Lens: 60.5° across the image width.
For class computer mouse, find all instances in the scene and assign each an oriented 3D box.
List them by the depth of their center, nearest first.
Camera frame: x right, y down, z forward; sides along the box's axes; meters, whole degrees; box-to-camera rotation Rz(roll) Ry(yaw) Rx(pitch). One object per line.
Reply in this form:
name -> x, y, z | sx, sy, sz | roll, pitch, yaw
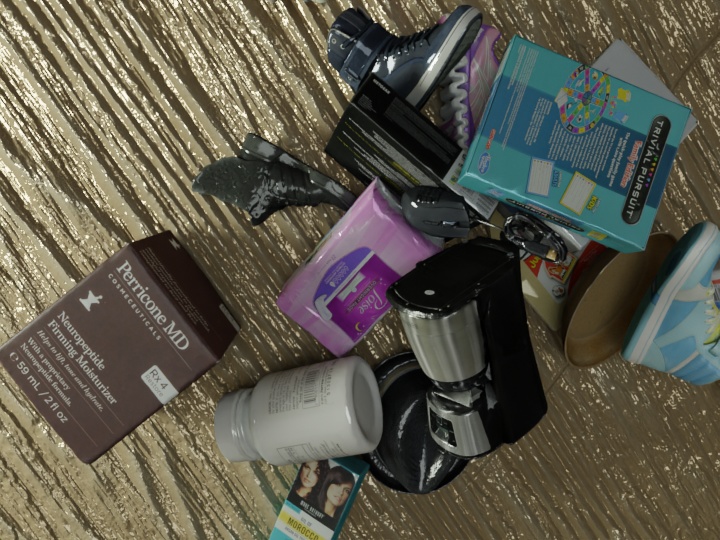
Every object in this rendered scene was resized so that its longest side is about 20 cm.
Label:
computer mouse -> 0.119, -0.044, 0.643 | 0.034, 0.197, 0.060 | -40, 134, -33

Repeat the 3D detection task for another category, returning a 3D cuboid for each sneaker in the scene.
sneaker -> 0.039, -0.260, 0.702 | 0.146, 0.202, 0.077 | 46, 59, -2
sneaker -> 0.409, 0.048, 0.730 | 0.128, 0.080, 0.204 | 25, 128, 16
sneaker -> 0.143, -0.212, 0.764 | 0.086, 0.080, 0.206 | -7, 98, -10
sneaker -> -0.107, -0.097, 0.782 | 0.197, 0.060, 0.106 | 30, 96, 0

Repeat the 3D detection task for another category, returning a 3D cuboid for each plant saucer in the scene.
plant saucer -> 0.319, 0.033, 0.780 | 0.196, 0.035, 0.204 | -20, 131, -25

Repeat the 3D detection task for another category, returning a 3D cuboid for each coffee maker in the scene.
coffee maker -> 0.143, 0.081, 0.691 | 0.188, 0.135, 0.204 | -20, 115, -2

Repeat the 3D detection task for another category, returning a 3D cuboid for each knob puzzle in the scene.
knob puzzle -> 0.250, -0.056, 0.808 | 0.213, 0.030, 0.227 | 0, 88, -3

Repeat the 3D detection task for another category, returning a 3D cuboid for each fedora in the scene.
fedora -> 0.078, 0.214, 0.812 | 0.194, 0.092, 0.207 | 0, 98, -1

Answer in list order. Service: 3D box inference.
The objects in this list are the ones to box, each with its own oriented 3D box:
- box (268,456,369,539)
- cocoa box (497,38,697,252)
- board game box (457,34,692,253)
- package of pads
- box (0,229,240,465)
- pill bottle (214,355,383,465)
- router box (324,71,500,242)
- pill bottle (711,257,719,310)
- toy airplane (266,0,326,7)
box -> -0.066, 0.338, 0.837 | 0.081, 0.049, 0.204 | 25, 98, 16
cocoa box -> 0.256, -0.135, 0.730 | 0.133, 0.131, 0.200 | 44, 87, 1
board game box -> 0.218, -0.127, 0.638 | 0.196, 0.047, 0.154 | 22, 87, -1
package of pads -> 0.000, 0.000, 0.764 | 0.120, 0.076, 0.200 | 39, 112, -10
box -> -0.278, 0.082, 0.748 | 0.198, 0.164, 0.167 | -37, 98, 4
pill bottle -> -0.079, 0.182, 0.778 | 0.195, 0.114, 0.117 | -14, 99, 20
router box -> 0.058, -0.122, 0.733 | 0.199, 0.149, 0.052 | 39, 73, -6
pill bottle -> 0.495, 0.070, 0.794 | 0.110, 0.112, 0.204 | -25, 99, 2
toy airplane -> -0.033, -0.405, 0.712 | 0.195, 0.142, 0.204 | -18, 61, 10
